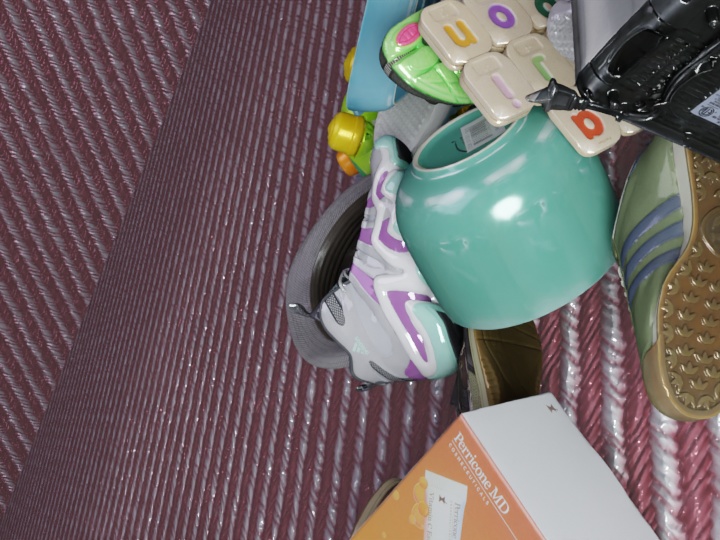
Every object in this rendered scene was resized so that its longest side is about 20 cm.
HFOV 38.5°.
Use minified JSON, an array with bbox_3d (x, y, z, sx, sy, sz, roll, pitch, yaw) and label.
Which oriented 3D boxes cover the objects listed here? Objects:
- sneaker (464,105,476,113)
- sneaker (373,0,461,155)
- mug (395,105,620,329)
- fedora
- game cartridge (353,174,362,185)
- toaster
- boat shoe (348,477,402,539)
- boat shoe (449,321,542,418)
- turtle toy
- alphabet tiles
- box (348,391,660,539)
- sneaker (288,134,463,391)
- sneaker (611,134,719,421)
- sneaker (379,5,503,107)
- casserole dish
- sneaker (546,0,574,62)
[{"bbox_3d":[0.128,-0.129,0.883,0.200,0.073,0.080,-25,43,60],"label":"sneaker"},{"bbox_3d":[0.083,-0.167,0.932,0.073,0.082,0.202,12,72,49],"label":"sneaker"},{"bbox_3d":[0.090,-0.050,0.752,0.184,0.115,0.152,0,39,50],"label":"mug"},{"bbox_3d":[0.026,0.005,0.960,0.200,0.090,0.178,-47,43,27],"label":"fedora"},{"bbox_3d":[0.014,-0.042,1.121,0.133,0.041,0.203,6,77,71],"label":"game cartridge"},{"bbox_3d":[0.214,-0.148,0.534,0.181,0.198,0.120,-42,39,49],"label":"toaster"},{"bbox_3d":[0.022,0.268,0.820,0.071,0.072,0.202,3,60,35],"label":"boat shoe"},{"bbox_3d":[0.096,0.091,0.768,0.065,0.073,0.202,-42,35,39],"label":"boat shoe"},{"bbox_3d":[0.042,-0.159,1.033,0.101,0.144,0.203,126,158,-65],"label":"turtle toy"},{"bbox_3d":[0.138,-0.172,0.726,0.197,0.198,0.015,54,150,16],"label":"alphabet tiles"},{"bbox_3d":[0.072,0.192,0.650,0.125,0.097,0.201,55,127,28],"label":"box"},{"bbox_3d":[0.000,0.000,0.846,0.138,0.078,0.203,-17,77,23],"label":"sneaker"},{"bbox_3d":[0.195,-0.002,0.641,0.090,0.066,0.203,137,145,-68],"label":"sneaker"},{"bbox_3d":[0.069,-0.151,0.785,0.083,0.199,0.078,-24,85,32],"label":"sneaker"},{"bbox_3d":[0.037,-0.215,0.835,0.121,0.038,0.202,-52,-20,-59],"label":"casserole dish"},{"bbox_3d":[0.219,-0.205,0.675,0.198,0.075,0.116,-15,45,28],"label":"sneaker"}]
